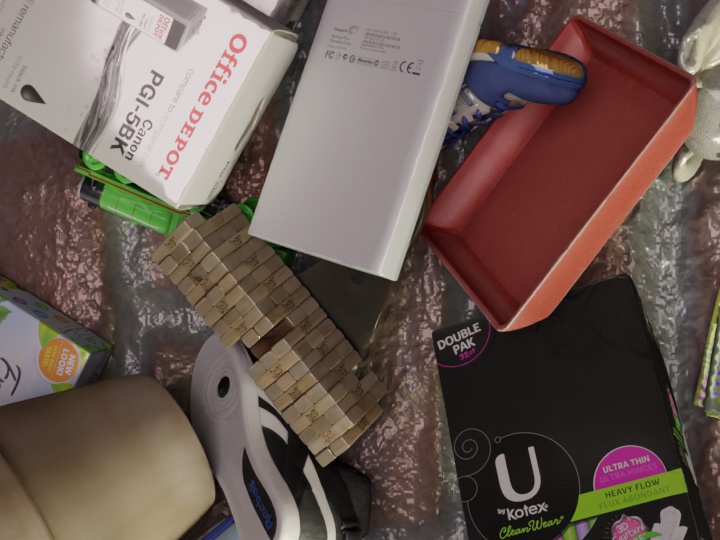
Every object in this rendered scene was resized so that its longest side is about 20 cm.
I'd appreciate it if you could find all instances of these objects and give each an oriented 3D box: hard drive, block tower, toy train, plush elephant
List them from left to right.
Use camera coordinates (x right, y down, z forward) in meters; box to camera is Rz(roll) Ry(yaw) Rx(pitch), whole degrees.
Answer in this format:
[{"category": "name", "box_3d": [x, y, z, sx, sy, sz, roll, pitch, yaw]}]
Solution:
[{"category": "toy train", "box_3d": [-0.136, -0.047, 1.083, 0.198, 0.042, 0.057, 23, 108, 12]}, {"category": "block tower", "box_3d": [-0.063, 0.042, 1.017, 0.200, 0.058, 0.054, 50, 130, 1]}, {"category": "hard drive", "box_3d": [0.004, -0.105, 0.969, 0.131, 0.027, 0.202, 17, 87, 40]}, {"category": "plush elephant", "box_3d": [0.282, -0.112, 0.919, 0.154, 0.165, 0.201, -33, 55, -1]}]

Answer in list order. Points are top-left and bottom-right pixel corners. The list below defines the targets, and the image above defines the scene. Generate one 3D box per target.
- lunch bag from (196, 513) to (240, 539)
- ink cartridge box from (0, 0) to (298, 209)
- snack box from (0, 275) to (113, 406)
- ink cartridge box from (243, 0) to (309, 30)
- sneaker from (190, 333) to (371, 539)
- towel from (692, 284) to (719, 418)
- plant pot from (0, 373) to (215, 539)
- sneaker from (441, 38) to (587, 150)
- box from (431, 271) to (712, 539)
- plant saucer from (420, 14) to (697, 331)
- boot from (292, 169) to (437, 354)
[{"category": "lunch bag", "box_3d": [-0.070, 0.284, 1.021, 0.200, 0.160, 0.083, 50, 143, 8]}, {"category": "ink cartridge box", "box_3d": [-0.166, -0.156, 0.988, 0.199, 0.083, 0.148, 31, 99, 6]}, {"category": "snack box", "box_3d": [-0.308, 0.115, 1.122, 0.141, 0.053, 0.201, 30, 99, 9]}, {"category": "ink cartridge box", "box_3d": [-0.118, -0.191, 1.056, 0.115, 0.068, 0.201, 32, 98, 10]}, {"category": "sneaker", "box_3d": [-0.056, 0.140, 1.056, 0.073, 0.111, 0.201, -47, 46, 29]}, {"category": "towel", "box_3d": [0.347, 0.055, 0.975, 0.198, 0.023, 0.145, 13, 96, 13]}, {"category": "plant pot", "box_3d": [-0.208, 0.168, 1.020, 0.173, 0.200, 0.201, -27, 84, -27]}, {"category": "sneaker", "box_3d": [0.073, -0.122, 0.995, 0.199, 0.075, 0.089, 11, 96, 40]}, {"category": "box", "box_3d": [0.146, 0.131, 0.938, 0.147, 0.124, 0.202, -16, 61, 14]}, {"category": "plant saucer", "box_3d": [0.136, -0.066, 0.954, 0.037, 0.200, 0.200, 33, 100, -23]}, {"category": "boot", "box_3d": [0.000, 0.000, 1.042, 0.073, 0.075, 0.201, 36, 118, 4]}]
